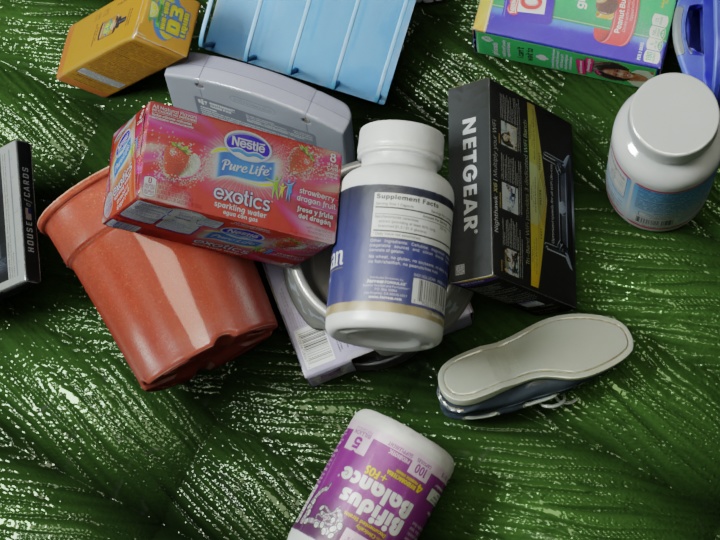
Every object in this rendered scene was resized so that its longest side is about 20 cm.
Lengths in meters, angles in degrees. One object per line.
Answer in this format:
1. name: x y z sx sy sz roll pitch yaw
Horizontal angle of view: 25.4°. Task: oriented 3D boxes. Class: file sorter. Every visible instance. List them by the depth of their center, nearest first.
1. file sorter: -0.051 -0.259 1.614 0.199 0.123 0.140 17 100 -1

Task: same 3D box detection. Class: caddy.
1. caddy: 0.367 -0.239 1.614 0.104 0.141 0.201 2 74 1

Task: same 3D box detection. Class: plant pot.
1. plant pot: -0.187 0.001 1.583 0.200 0.201 0.196 -27 81 -2

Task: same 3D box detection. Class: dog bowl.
1. dog bowl: 0.018 -0.019 1.578 0.199 0.059 0.202 -1 76 5

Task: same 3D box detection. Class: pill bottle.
1. pill bottle: 0.030 -0.033 1.493 0.110 0.111 0.201 4 75 7
2. pill bottle: -0.001 0.244 1.530 0.112 0.112 0.201 27 79 12
3. pill bottle: 0.296 -0.116 1.554 0.108 0.200 0.110 -1 75 5

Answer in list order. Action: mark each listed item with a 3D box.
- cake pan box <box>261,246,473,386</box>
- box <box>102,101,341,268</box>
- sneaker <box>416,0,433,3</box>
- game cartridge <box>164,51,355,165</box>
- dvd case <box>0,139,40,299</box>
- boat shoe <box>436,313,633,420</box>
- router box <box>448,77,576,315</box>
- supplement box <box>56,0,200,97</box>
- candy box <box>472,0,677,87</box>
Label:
1. cake pan box: 0.000 0.000 1.630 0.183 0.052 0.201 -23 73 1
2. box: -0.127 -0.076 1.479 0.199 0.100 0.096 13 71 -25
3. sneaker: 0.040 -0.324 1.699 0.199 0.082 0.078 -18 73 0
4. game cartridge: -0.100 -0.160 1.640 0.199 0.133 0.041 19 71 10
5. dvd case: -0.404 -0.031 1.638 0.199 0.025 0.151 -20 69 35
6. boat shoe: 0.172 0.101 1.576 0.199 0.062 0.075 -20 57 -9
7. router box: 0.151 -0.069 1.578 0.052 0.157 0.201 -12 70 36
8. supplement box: -0.241 -0.235 1.645 0.068 0.200 0.067 20 73 -28
9. candy box: 0.232 -0.295 1.675 0.199 0.077 0.170 12 76 10
